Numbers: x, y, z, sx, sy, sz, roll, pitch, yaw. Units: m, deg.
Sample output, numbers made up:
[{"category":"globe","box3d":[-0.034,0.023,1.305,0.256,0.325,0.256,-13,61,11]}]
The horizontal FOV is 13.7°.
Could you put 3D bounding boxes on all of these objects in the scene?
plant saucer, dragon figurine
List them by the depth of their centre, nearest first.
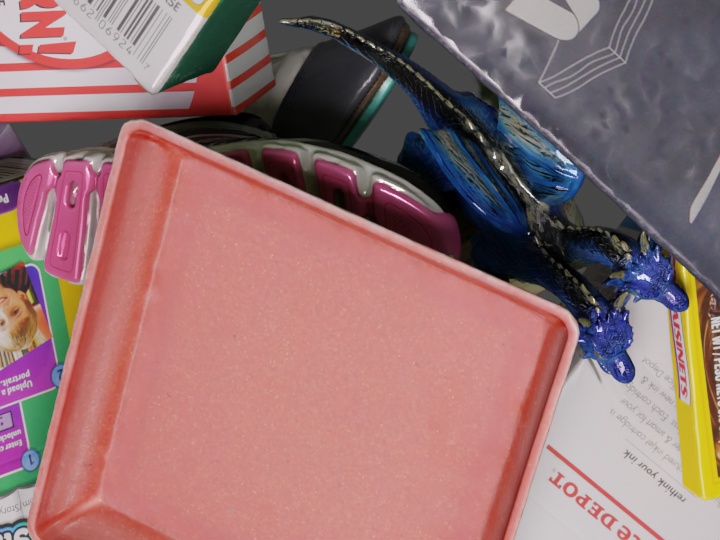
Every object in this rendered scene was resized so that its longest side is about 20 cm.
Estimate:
[{"category":"plant saucer","box3d":[-0.022,0.059,1.181,0.199,0.037,0.201,24,117,16]},{"category":"dragon figurine","box3d":[0.055,-0.043,1.202,0.200,0.059,0.099,54,164,-1]}]

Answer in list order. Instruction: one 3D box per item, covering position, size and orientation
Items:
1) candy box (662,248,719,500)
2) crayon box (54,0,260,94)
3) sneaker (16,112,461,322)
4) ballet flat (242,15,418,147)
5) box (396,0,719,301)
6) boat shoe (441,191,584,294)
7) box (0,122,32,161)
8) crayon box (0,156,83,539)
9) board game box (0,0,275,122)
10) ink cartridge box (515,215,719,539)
[{"category":"candy box","box3d":[0.171,-0.014,1.204,0.102,0.026,0.201,-11,105,-16]},{"category":"crayon box","box3d":[-0.063,-0.186,1.159,0.126,0.052,0.200,43,120,11]},{"category":"sneaker","box3d":[-0.041,-0.028,1.233,0.199,0.087,0.074,4,109,29]},{"category":"ballet flat","box3d":[-0.039,-0.047,1.321,0.073,0.073,0.200,28,136,-1]},{"category":"box","box3d":[0.142,-0.116,1.094,0.200,0.117,0.197,41,97,-14]},{"category":"boat shoe","box3d":[0.000,0.000,1.286,0.199,0.073,0.063,-27,145,-6]},{"category":"box","box3d":[-0.194,0.062,1.390,0.096,0.176,0.201,6,135,50]},{"category":"crayon box","box3d":[-0.201,0.060,1.283,0.058,0.199,0.174,7,111,51]},{"category":"board game box","box3d":[-0.144,-0.142,1.274,0.199,0.046,0.153,-1,109,23]},{"category":"ink cartridge box","box3d":[0.122,0.066,1.257,0.116,0.200,0.067,39,176,-18]}]
